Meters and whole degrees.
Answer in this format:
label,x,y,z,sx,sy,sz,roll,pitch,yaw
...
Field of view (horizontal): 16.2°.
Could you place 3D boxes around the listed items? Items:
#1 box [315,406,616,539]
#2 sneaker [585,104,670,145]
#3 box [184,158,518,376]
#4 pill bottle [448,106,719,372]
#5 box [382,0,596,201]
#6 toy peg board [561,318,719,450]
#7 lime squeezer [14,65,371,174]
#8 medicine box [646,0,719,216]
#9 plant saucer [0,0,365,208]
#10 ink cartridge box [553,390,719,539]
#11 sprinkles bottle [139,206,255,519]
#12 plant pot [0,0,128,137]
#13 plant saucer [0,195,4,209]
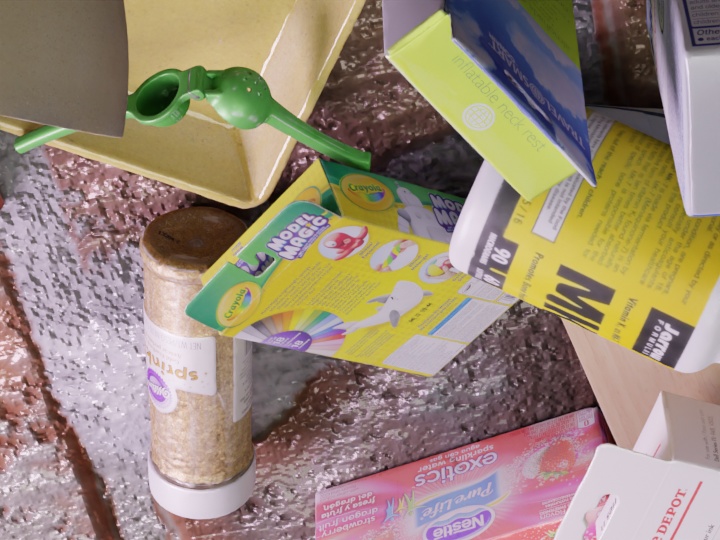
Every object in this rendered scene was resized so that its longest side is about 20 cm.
label,x,y,z,sx,sy,sz,roll,pitch,yaw
box,0.079,0.177,1.622,0.200,0.095,0.103,-18,126,12
sneaker,0.205,-0.069,1.453,0.200,0.071,0.073,10,135,17
box,0.000,0.000,1.464,0.200,0.048,0.117,12,135,-44
pill bottle,0.160,-0.013,1.393,0.200,0.114,0.114,25,127,7
box,0.065,-0.127,1.318,0.048,0.200,0.122,-34,121,23
toy peg board,0.249,0.044,1.539,0.199,0.098,0.200,-7,129,24
lime squeezer,-0.092,-0.088,1.399,0.200,0.038,0.071,2,159,-4
medicine box,0.248,-0.129,1.320,0.182,0.200,0.103,-4,126,2
plant saucer,-0.111,-0.148,1.396,0.200,0.048,0.200,18,125,-14
ink cartridge box,0.214,0.144,1.497,0.200,0.067,0.117,15,126,-10
sprinkles bottle,-0.098,0.058,1.544,0.068,0.068,0.200,0,127,-1
plant pot,-0.204,-0.152,1.266,0.200,0.200,0.135,11,93,-9
plant saucer,-0.314,-0.043,1.412,0.200,0.037,0.200,-3,164,2
